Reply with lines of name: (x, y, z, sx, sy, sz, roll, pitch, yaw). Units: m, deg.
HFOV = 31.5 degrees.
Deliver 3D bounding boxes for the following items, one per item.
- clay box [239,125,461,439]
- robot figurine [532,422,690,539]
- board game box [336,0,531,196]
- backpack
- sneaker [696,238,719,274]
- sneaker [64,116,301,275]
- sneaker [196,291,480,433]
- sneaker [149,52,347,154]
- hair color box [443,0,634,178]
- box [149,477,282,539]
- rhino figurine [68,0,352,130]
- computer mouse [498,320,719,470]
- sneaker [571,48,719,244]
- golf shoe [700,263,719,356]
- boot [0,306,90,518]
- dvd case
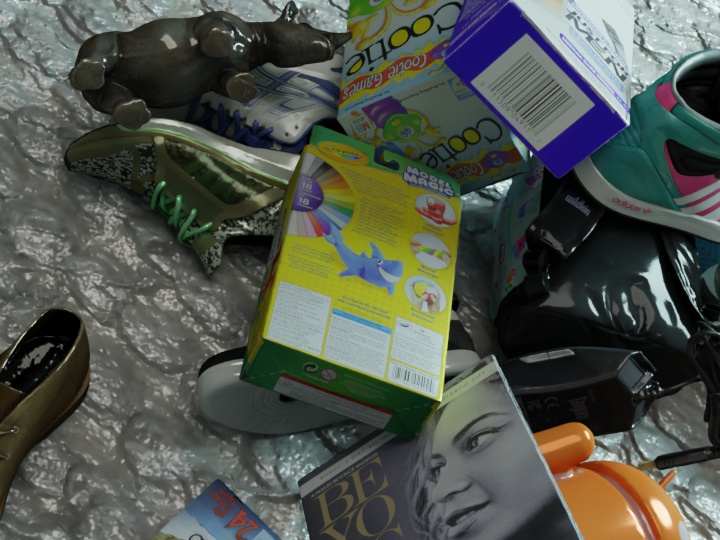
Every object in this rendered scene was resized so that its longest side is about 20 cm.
clay box: (0.000, 0.000, 0.806, 0.114, 0.048, 0.201, 21, 43, -10)
robot figurine: (0.115, 0.178, 0.758, 0.199, 0.117, 0.144, -11, 61, -29)
board game box: (0.056, -0.156, 0.938, 0.104, 0.103, 0.201, -19, 41, 22)
backpack: (0.162, -0.017, 0.907, 0.166, 0.127, 0.201, 21, 50, -19)
sneaker: (0.282, -0.027, 0.994, 0.081, 0.077, 0.200, -30, 76, -42)
sneaker: (-0.108, -0.045, 0.874, 0.199, 0.077, 0.089, 12, 70, -5)
sneaker: (-0.024, 0.041, 0.844, 0.199, 0.073, 0.112, -1, 52, -28)
sneaker: (-0.075, -0.115, 0.925, 0.199, 0.075, 0.089, 1, 57, -18)
hair color box: (0.125, -0.159, 0.850, 0.109, 0.065, 0.200, 43, 29, -15)
box: (-0.059, 0.233, 0.713, 0.200, 0.038, 0.136, 41, 53, 11)
rhino figurine: (-0.099, -0.144, 0.856, 0.199, 0.060, 0.087, -14, 22, -15)
computer mouse: (0.160, 0.092, 0.851, 0.199, 0.141, 0.046, -18, 45, 15)
sneaker: (0.247, -0.086, 0.845, 0.199, 0.121, 0.084, 6, 54, -35)
golf shoe: (0.308, 0.078, 0.926, 0.077, 0.094, 0.201, -27, 94, -18)
boot: (-0.222, 0.099, 0.728, 0.073, 0.076, 0.200, 30, 54, 1)
dvd case: (0.040, 0.144, 0.711, 0.016, 0.148, 0.200, 51, 10, -29)
